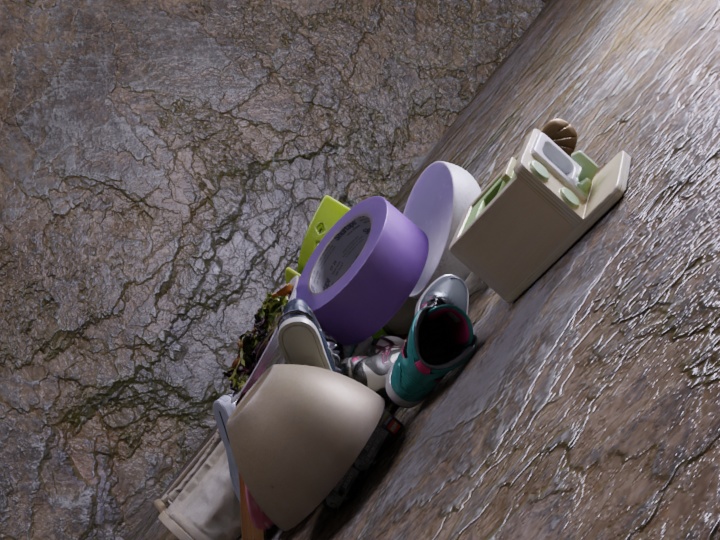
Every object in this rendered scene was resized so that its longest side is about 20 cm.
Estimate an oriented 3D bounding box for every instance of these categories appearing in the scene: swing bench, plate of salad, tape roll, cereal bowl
[{"bbox_3d":[-0.234,0.364,1.914,0.199,0.129,0.200,-51,6,-11],"label":"swing bench"},{"bbox_3d":[-0.143,0.092,1.610,0.201,0.048,0.200,-59,10,16],"label":"plate of salad"},{"bbox_3d":[0.000,0.000,1.621,0.200,0.085,0.201,-43,22,22],"label":"tape roll"},{"bbox_3d":[0.126,-0.051,1.655,0.200,0.082,0.203,-167,90,-73],"label":"cereal bowl"}]

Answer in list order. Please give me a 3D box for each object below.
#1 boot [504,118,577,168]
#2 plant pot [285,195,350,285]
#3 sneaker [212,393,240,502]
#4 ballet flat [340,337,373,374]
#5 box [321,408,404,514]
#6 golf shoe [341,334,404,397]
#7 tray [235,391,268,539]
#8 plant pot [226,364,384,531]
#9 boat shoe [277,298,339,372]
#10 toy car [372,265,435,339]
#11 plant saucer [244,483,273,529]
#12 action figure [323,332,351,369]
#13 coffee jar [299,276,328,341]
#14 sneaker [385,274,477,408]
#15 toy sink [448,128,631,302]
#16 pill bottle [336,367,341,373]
[{"bbox_3d":[0.229,-0.113,1.656,0.201,0.072,0.155,-60,3,-13],"label":"boot"},{"bbox_3d":[-0.023,0.008,2.106,0.183,0.199,0.199,-57,-11,-9],"label":"plant pot"},{"bbox_3d":[-0.163,0.282,1.748,0.070,0.203,0.073,-18,8,-32],"label":"sneaker"},{"bbox_3d":[-0.018,0.183,1.615,0.202,0.071,0.072,-63,7,-8],"label":"ballet flat"},{"bbox_3d":[-0.018,0.237,1.473,0.137,0.040,0.200,-52,6,-10],"label":"box"},{"bbox_3d":[0.045,0.136,1.556,0.087,0.078,0.200,-6,8,20],"label":"golf shoe"},{"bbox_3d":[-0.149,0.273,1.646,0.099,0.037,0.203,-59,-32,-78],"label":"tray"},{"bbox_3d":[-0.084,0.193,1.391,0.201,0.134,0.200,-50,5,6],"label":"plant pot"},{"bbox_3d":[-0.066,0.127,1.486,0.074,0.202,0.062,-13,34,9],"label":"boat shoe"},{"bbox_3d":[0.046,0.068,1.811,0.164,0.158,0.201,-41,-24,-15],"label":"toy car"},{"bbox_3d":[-0.116,0.250,1.562,0.201,0.050,0.203,-1,-90,-84],"label":"plant saucer"},{"bbox_3d":[-0.001,0.098,1.915,0.200,0.069,0.131,-39,-41,-42],"label":"action figure"},{"bbox_3d":[-0.066,0.111,1.972,0.084,0.203,0.104,-8,12,3],"label":"coffee jar"},{"bbox_3d":[0.101,0.064,1.408,0.201,0.083,0.121,-63,7,-35],"label":"sneaker"},{"bbox_3d":[0.212,-0.085,1.373,0.200,0.112,0.131,-47,6,31],"label":"toy sink"},{"bbox_3d":[-0.087,0.219,1.764,0.114,0.114,0.200,-52,6,-27],"label":"pill bottle"}]
